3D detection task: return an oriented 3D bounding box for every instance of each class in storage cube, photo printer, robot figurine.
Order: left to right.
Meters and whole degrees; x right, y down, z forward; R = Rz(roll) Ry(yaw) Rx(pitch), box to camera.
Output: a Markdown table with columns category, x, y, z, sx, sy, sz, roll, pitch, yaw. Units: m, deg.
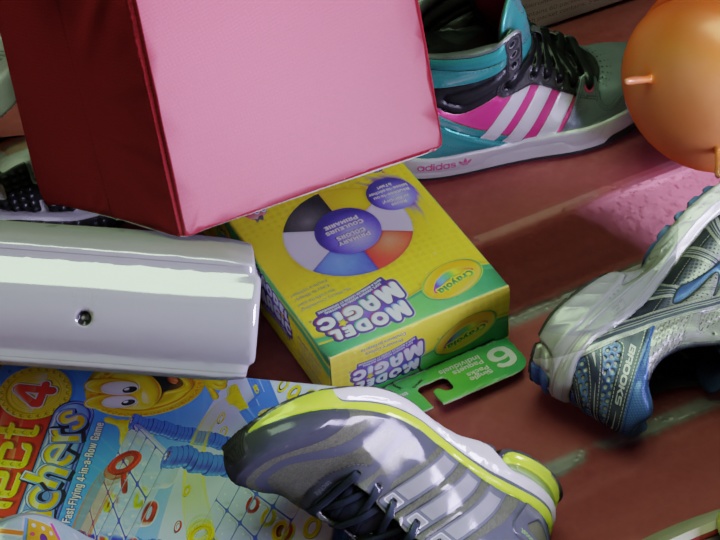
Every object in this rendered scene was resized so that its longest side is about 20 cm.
| category | x | y | z | sx | sy | sz | roll | pitch | yaw |
| --- | --- | --- | --- | --- | --- | --- | --- | --- | --- |
| photo printer | -0.153 | 0.012 | 1.072 | 0.199 | 0.070 | 0.166 | 4 | 4 | -4 |
| storage cube | -0.085 | -0.134 | 1.122 | 0.199 | 0.181 | 0.171 | -22 | 19 | -30 |
| robot figurine | 0.230 | -0.137 | 1.249 | 0.116 | 0.144 | 0.200 | 12 | 41 | 32 |

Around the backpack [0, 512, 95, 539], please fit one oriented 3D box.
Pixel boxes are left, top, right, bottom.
| category | x | y | z | sx | sy | sz | roll | pitch | yaw |
| --- | --- | --- | --- | --- | --- | --- | --- | --- | --- |
| backpack | -0.138 | 0.207 | 0.851 | 0.200 | 0.176 | 0.153 | -46 | 65 | -1 |

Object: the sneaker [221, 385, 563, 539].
| category | x | y | z | sx | sy | sz | roll | pitch | yaw |
| --- | --- | --- | --- | --- | --- | --- | --- | --- | --- |
| sneaker | 0.022 | 0.115 | 0.979 | 0.199 | 0.074 | 0.081 | 21 | 46 | -32 |

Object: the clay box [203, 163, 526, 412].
| category | x | y | z | sx | sy | sz | roll | pitch | yaw |
| --- | --- | --- | --- | --- | --- | --- | --- | --- | --- |
| clay box | 0.000 | 0.000 | 1.171 | 0.114 | 0.048 | 0.200 | -22 | 45 | -19 |

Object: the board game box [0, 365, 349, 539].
| category | x | y | z | sx | sy | sz | roll | pitch | yaw |
| --- | --- | --- | --- | --- | --- | --- | --- | --- | --- |
| board game box | -0.107 | 0.138 | 1.025 | 0.195 | 0.056 | 0.201 | 5 | 44 | 8 |

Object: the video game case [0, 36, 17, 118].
| category | x | y | z | sx | sy | sz | roll | pitch | yaw |
| --- | --- | --- | --- | --- | --- | --- | --- | --- | --- |
| video game case | -0.295 | -0.069 | 1.210 | 0.182 | 0.023 | 0.200 | 9 | 50 | 47 |

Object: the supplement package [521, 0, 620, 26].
| category | x | y | z | sx | sy | sz | roll | pitch | yaw |
| --- | --- | --- | --- | --- | --- | --- | --- | --- | --- |
| supplement package | 0.127 | -0.292 | 1.361 | 0.151 | 0.201 | 0.151 | -20 | 46 | -16 |

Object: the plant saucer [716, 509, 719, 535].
| category | x | y | z | sx | sy | sz | roll | pitch | yaw |
| --- | --- | --- | --- | --- | --- | --- | --- | --- | --- |
| plant saucer | 0.300 | 0.107 | 0.996 | 0.199 | 0.048 | 0.200 | 35 | 53 | 9 |

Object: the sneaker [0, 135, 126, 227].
| category | x | y | z | sx | sy | sz | roll | pitch | yaw |
| --- | --- | --- | --- | --- | --- | --- | --- | --- | --- |
| sneaker | -0.215 | -0.057 | 1.226 | 0.199 | 0.074 | 0.080 | -12 | 42 | -10 |

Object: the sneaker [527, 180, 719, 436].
| category | x | y | z | sx | sy | sz | roll | pitch | yaw |
| --- | --- | --- | --- | --- | --- | --- | --- | --- | --- |
| sneaker | 0.187 | 0.023 | 1.130 | 0.200 | 0.077 | 0.085 | -38 | 63 | -22 |

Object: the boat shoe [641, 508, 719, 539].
| category | x | y | z | sx | sy | sz | roll | pitch | yaw |
| --- | --- | --- | --- | --- | --- | --- | --- | --- | --- |
| boat shoe | 0.142 | 0.160 | 0.984 | 0.199 | 0.071 | 0.063 | -20 | 82 | -35 |

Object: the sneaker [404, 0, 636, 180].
| category | x | y | z | sx | sy | sz | roll | pitch | yaw |
| --- | --- | --- | --- | --- | --- | --- | --- | --- | --- |
| sneaker | 0.099 | -0.135 | 1.255 | 0.199 | 0.121 | 0.084 | -16 | 45 | -15 |
